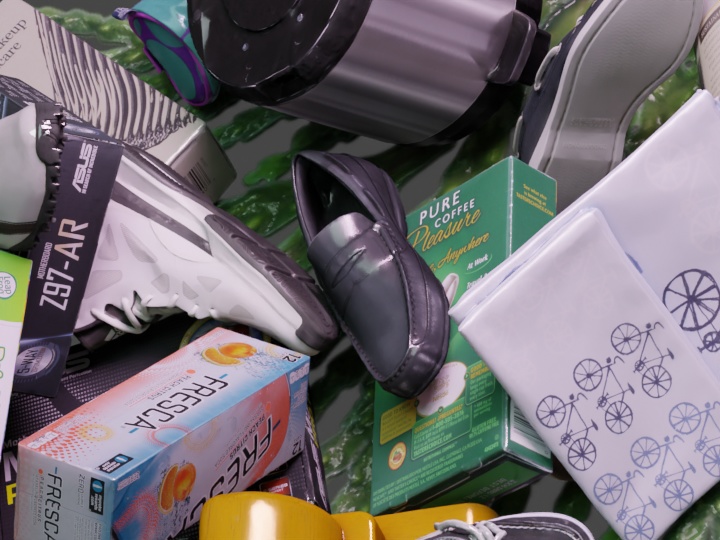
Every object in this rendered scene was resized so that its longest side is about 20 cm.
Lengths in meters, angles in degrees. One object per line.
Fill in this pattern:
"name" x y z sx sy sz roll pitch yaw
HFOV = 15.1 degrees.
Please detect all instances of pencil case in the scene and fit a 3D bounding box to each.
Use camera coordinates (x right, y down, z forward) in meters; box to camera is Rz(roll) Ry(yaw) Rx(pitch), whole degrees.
"pencil case" -0.068 -0.207 1.798 0.200 0.085 0.092 -48 31 -14

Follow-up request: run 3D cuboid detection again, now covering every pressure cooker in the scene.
"pressure cooker" 0.013 -0.168 1.685 0.179 0.200 0.176 -35 54 38

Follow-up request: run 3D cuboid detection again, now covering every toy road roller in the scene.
"toy road roller" -0.013 0.186 1.498 0.200 0.146 0.123 -9 57 14

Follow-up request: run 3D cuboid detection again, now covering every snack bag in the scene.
"snack bag" 0.174 0.030 1.518 0.200 0.189 0.021 -41 21 -9

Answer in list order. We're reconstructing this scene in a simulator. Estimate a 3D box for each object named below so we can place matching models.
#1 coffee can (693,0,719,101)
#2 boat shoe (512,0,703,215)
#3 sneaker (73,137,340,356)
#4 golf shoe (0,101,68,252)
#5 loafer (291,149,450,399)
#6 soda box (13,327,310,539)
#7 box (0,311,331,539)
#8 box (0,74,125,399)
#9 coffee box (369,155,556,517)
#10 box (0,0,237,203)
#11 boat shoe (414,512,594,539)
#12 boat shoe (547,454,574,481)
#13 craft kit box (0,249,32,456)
"coffee can" 0.267 -0.145 1.607 0.146 0.146 0.200 -12 56 12
"boat shoe" 0.140 -0.119 1.621 0.075 0.200 0.060 11 38 -25
"sneaker" -0.109 0.018 1.644 0.200 0.076 0.115 38 97 27
"golf shoe" -0.238 -0.045 1.568 0.200 0.094 0.078 -35 50 50
"loafer" 0.000 0.000 1.601 0.068 0.070 0.201 -50 35 24
"soda box" -0.107 0.098 1.515 0.068 0.064 0.200 17 27 27
"box" -0.125 0.110 1.646 0.200 0.044 0.160 -16 56 9
"box" -0.217 -0.027 1.667 0.200 0.043 0.161 33 109 60
"coffee box" 0.061 0.044 1.591 0.123 0.044 0.200 -32 45 42
"box" -0.180 -0.096 1.778 0.200 0.068 0.082 33 75 32
"boat shoe" 0.052 0.166 1.441 0.199 0.068 0.074 -10 66 -29
"boat shoe" 0.146 0.032 1.596 0.068 0.072 0.200 2 63 59
"craft kit box" -0.263 0.105 1.593 0.200 0.048 0.198 -28 48 56
